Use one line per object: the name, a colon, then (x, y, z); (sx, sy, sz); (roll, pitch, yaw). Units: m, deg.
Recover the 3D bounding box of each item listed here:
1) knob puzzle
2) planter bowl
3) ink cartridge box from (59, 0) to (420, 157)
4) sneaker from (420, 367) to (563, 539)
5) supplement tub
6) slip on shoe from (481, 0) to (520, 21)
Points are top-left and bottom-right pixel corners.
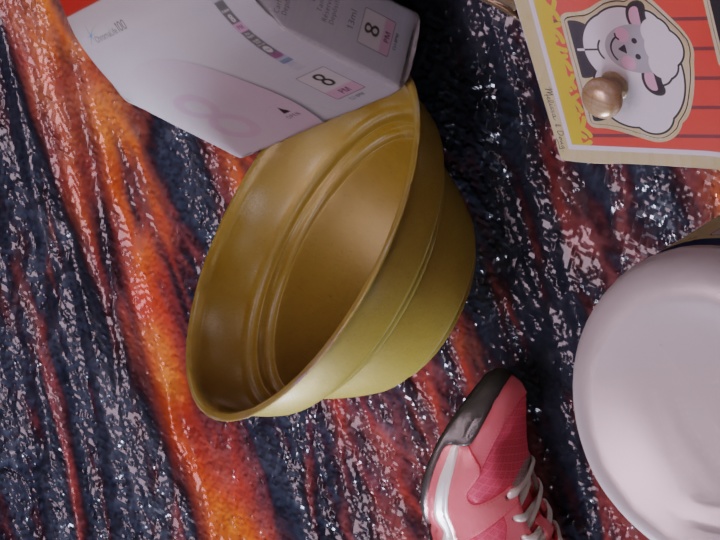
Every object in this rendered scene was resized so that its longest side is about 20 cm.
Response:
knob puzzle: (0.148, -0.122, 1.251); (0.219, 0.030, 0.221); (20, 130, 25)
planter bowl: (0.000, 0.000, 1.441); (0.083, 0.201, 0.200); (28, 138, -25)
ink cartridge box: (-0.095, -0.129, 1.413); (0.162, 0.199, 0.057); (-17, 57, 56)
sneaker: (0.080, 0.140, 1.491); (0.086, 0.074, 0.201); (17, 123, 17)
supplement tub: (0.200, 0.032, 1.244); (0.144, 0.200, 0.146); (17, 119, 33)
slip on shoe: (0.071, -0.147, 1.363); (0.199, 0.076, 0.061); (0, 121, 32)
